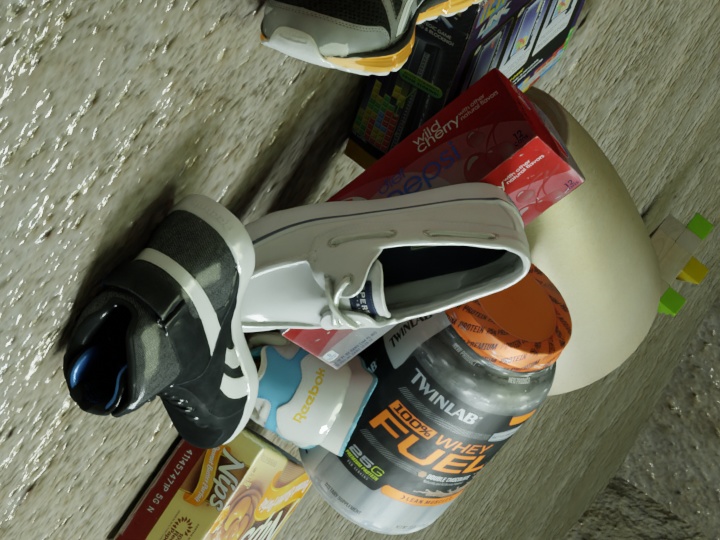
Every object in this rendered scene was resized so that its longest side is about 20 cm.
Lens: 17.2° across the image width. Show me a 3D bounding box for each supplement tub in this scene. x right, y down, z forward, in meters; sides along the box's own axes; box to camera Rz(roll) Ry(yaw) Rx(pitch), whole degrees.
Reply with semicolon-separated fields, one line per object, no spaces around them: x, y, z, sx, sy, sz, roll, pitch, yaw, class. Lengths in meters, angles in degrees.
0.053;0.081;1.645;0.200;0.122;0.122;-53;171;37;supplement tub

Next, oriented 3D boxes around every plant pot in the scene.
0.114;-0.038;1.710;0.187;0.187;0.200;-51;152;-19;plant pot

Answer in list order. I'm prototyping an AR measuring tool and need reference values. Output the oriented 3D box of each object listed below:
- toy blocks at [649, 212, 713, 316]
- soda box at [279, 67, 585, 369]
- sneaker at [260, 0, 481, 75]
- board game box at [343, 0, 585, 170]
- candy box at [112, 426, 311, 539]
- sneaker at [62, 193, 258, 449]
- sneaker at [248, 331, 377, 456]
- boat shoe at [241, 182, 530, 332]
0.310;0.028;2.735;0.200;0.100;0.137;-49;177;-28;toy blocks
0.033;-0.030;1.452;0.200;0.064;0.070;-38;142;13;soda box
0.010;-0.161;1.238;0.200;0.078;0.077;-44;150;-52;sneaker
0.082;-0.163;1.504;0.200;0.057;0.166;-42;159;-43;board game box
-0.099;0.166;1.655;0.116;0.055;0.200;-55;168;-3;candy box
-0.117;0.054;1.310;0.112;0.073;0.200;-44;154;-31;sneaker
-0.046;0.074;1.588;0.077;0.081;0.200;-65;-172;-7;sneaker
0.000;0.000;1.375;0.199;0.065;0.074;-17;125;-1;boat shoe
